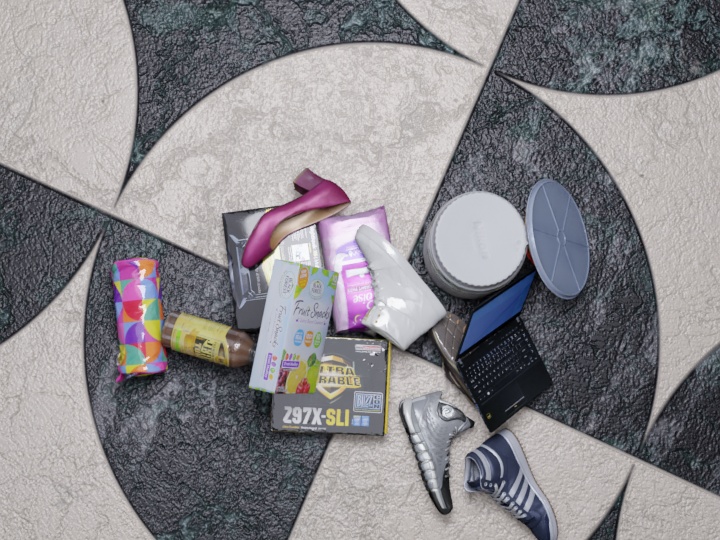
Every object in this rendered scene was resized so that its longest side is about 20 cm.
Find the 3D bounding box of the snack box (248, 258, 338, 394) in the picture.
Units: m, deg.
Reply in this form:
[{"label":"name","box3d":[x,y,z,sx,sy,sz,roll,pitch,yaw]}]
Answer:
[{"label":"snack box","box3d":[-0.103,0.091,1.651,0.052,0.142,0.203,11,89,24]}]

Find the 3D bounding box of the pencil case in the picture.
[{"label":"pencil case","box3d":[-0.368,0.080,1.726,0.087,0.088,0.203,-3,86,-3]}]

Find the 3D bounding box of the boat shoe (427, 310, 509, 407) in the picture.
[{"label":"boat shoe","box3d":[0.166,0.158,1.740,0.074,0.073,0.201,-39,97,-38]}]

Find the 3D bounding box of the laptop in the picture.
[{"label":"laptop","box3d":[0.248,0.127,1.694,0.176,0.103,0.202,-29,93,-37]}]

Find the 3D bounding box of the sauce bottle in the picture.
[{"label":"sauce bottle","box3d":[-0.225,0.120,1.701,0.197,0.065,0.066,15,86,10]}]

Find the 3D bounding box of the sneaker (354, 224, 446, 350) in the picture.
[{"label":"sneaker","box3d":[0.034,0.033,1.673,0.115,0.074,0.200,-41,90,-9]}]

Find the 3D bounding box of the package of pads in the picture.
[{"label":"package of pads","box3d":[0.000,0.000,1.748,0.119,0.076,0.203,-10,87,0]}]

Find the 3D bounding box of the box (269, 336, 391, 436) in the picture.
[{"label":"box","box3d":[-0.050,0.191,1.750,0.197,0.049,0.162,4,89,-2]}]

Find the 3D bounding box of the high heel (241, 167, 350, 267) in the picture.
[{"label":"high heel","box3d":[-0.106,-0.069,1.692,0.096,0.067,0.201,34,81,16]}]

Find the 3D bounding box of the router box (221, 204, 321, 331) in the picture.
[{"label":"router box","box3d":[-0.143,-0.006,1.753,0.155,0.052,0.203,-7,87,-3]}]

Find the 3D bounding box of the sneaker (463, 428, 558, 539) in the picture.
[{"label":"sneaker","box3d":[0.242,0.374,1.724,0.107,0.070,0.202,-21,81,-29]}]

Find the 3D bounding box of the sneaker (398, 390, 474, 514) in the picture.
[{"label":"sneaker","box3d":[0.146,0.296,1.740,0.114,0.075,0.203,-20,87,-6]}]

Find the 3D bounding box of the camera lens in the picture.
[{"label":"camera lens","box3d":[0.183,-0.039,1.692,0.157,0.200,0.163,0,85,0]}]

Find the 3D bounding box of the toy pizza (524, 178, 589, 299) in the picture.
[{"label":"toy pizza","box3d":[0.320,-0.051,1.731,0.031,0.199,0.203,-14,87,38]}]
